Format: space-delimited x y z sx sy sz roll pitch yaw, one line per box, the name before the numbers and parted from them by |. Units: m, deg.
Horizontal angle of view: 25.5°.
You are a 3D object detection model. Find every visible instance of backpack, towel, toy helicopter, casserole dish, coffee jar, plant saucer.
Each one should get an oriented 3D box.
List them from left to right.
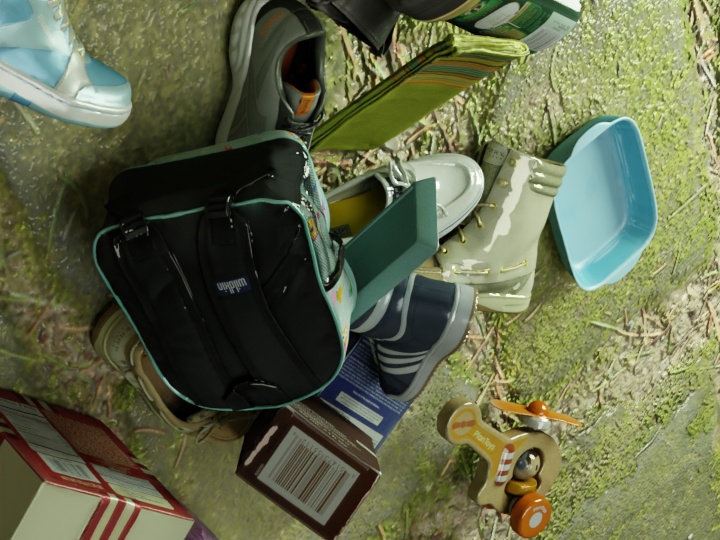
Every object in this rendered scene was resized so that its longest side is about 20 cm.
backpack | -0.093 0.003 1.214 0.174 0.154 0.201 -13 120 13
plant saucer | 0.000 0.000 1.280 0.019 0.071 0.200 18 143 -28
towel | 0.042 -0.137 1.279 0.085 0.018 0.199 0 161 -40
coffee jar | 0.086 -0.231 1.210 0.085 0.105 0.199 -26 162 30
toy helicopter | 0.147 0.177 1.626 0.133 0.079 0.200 -53 133 -2
casserole dish | 0.233 -0.070 1.573 0.121 0.039 0.201 -39 134 -16

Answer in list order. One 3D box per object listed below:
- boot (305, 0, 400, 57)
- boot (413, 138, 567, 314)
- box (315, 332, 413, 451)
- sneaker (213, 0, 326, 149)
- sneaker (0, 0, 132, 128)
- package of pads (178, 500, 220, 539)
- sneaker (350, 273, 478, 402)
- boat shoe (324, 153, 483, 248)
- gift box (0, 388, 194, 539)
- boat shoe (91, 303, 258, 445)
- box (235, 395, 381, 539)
boot | 0.014 -0.274 1.231 0.175 0.069 0.200 -52 139 -4
boot | 0.095 -0.045 1.444 0.199 0.072 0.156 7 107 -37
box | -0.009 0.124 1.484 0.201 0.032 0.121 -53 137 1
sneaker | -0.066 -0.118 1.250 0.073 0.079 0.202 -18 127 -35
sneaker | -0.214 -0.180 1.081 0.199 0.079 0.131 20 103 -47
package of pads | -0.149 0.305 1.442 0.121 0.076 0.200 -45 136 -8
sneaker | 0.021 0.050 1.375 0.107 0.200 0.071 16 64 -10
boat shoe | 0.024 -0.061 1.342 0.200 0.075 0.086 -18 167 -20
gift box | -0.260 0.218 1.206 0.184 0.200 0.188 25 99 -42
boat shoe | -0.146 0.099 1.325 0.074 0.063 0.200 -52 137 -3
box | -0.043 0.154 1.332 0.100 0.200 0.075 36 89 -4
